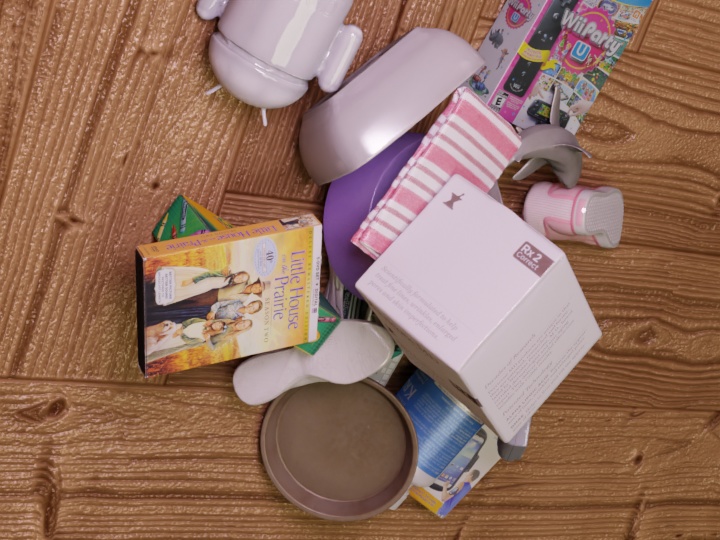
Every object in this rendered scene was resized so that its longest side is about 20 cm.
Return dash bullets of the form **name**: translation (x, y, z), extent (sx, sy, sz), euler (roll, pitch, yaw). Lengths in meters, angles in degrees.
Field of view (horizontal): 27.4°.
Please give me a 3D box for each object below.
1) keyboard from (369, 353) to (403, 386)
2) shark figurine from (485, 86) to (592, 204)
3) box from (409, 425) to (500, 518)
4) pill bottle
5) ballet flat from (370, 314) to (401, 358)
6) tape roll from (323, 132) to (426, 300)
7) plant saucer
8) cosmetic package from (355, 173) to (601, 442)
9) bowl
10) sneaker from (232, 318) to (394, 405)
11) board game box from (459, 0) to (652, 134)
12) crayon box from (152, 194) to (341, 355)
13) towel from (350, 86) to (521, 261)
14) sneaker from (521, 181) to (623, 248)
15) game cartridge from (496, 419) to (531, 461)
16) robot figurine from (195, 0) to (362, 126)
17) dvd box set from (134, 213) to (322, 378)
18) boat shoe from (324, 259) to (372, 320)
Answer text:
- **keyboard**: translation (-0.002, 0.164, 1.875), extent (0.056, 0.011, 0.202), euler (18, 108, -37)
- **shark figurine**: translation (0.210, -0.126, 1.660), extent (0.213, 0.089, 0.130), euler (-21, 125, -47)
- **box**: translation (0.139, 0.230, 1.982), extent (0.200, 0.042, 0.119), euler (-46, 131, 5)
- **pill bottle**: translation (0.078, 0.203, 1.881), extent (0.200, 0.112, 0.112), euler (-49, 131, 4)
- **ballet flat**: translation (0.039, 0.075, 1.785), extent (0.198, 0.065, 0.067), euler (-21, 166, 34)
- **tape roll**: translation (0.059, -0.055, 1.681), extent (0.198, 0.084, 0.203), euler (-8, 103, -38)
- **plant saucer**: translation (-0.025, 0.213, 1.817), extent (0.197, 0.030, 0.203), euler (3, 108, 8)
- **cosmetic package**: translation (0.128, 0.042, 1.561), extent (0.165, 0.164, 0.200), euler (-47, 146, -7)
- **bowl**: translation (0.018, -0.180, 1.564), extent (0.200, 0.199, 0.075), euler (-42, 99, -14)
- **sneaker**: translation (-0.050, 0.099, 1.729), extent (0.198, 0.088, 0.076), euler (-16, 92, 16)
- **board game box**: translation (0.225, -0.262, 1.711), extent (0.146, 0.064, 0.202), euler (18, 108, -38)
- **crayon box**: translation (-0.124, 0.007, 1.632), extent (0.199, 0.119, 0.058), euler (33, 100, -41)
- **towel**: translation (0.081, -0.089, 1.558), extent (0.201, 0.030, 0.146), euler (-55, 148, 3)
- **sneaker**: translation (0.264, -0.073, 1.854), extent (0.200, 0.103, 0.077), euler (6, 91, -65)
- **game cartridge**: translation (0.200, 0.127, 1.835), extent (0.133, 0.041, 0.203), euler (73, 26, -72)
- **robot figurine**: translation (-0.082, -0.250, 1.500), extent (0.168, 0.113, 0.202), euler (30, 104, 2)
- **dvd box set**: translation (-0.136, 0.026, 1.538), extent (0.198, 0.029, 0.148), euler (-11, 123, -25)
- **boat shoe**: translation (0.000, 0.000, 1.736), extent (0.073, 0.067, 0.202), euler (-10, 123, -26)
